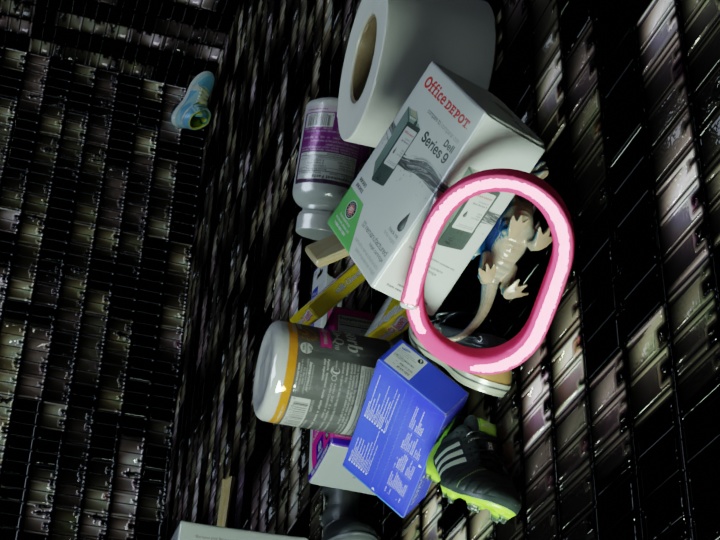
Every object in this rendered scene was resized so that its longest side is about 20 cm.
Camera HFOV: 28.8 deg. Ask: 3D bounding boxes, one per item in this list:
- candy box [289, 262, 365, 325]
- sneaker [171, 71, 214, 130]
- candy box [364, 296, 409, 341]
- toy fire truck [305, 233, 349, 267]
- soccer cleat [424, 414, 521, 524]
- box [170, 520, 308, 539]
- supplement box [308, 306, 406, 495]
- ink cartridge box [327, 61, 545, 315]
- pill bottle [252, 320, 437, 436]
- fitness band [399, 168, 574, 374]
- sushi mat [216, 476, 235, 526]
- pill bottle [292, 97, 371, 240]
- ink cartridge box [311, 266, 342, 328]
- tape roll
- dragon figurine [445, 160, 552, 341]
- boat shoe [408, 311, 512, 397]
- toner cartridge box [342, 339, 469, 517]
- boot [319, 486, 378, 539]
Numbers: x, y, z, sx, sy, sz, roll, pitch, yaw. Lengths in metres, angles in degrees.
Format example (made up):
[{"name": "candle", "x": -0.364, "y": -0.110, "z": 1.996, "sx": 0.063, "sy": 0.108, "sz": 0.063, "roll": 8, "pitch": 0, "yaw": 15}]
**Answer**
[{"name": "candy box", "x": 0.000, "y": 0.000, "z": 1.753, "sx": 0.200, "sy": 0.026, "sz": 0.102, "roll": -41, "pitch": -1, "yaw": -20}, {"name": "sneaker", "x": -0.480, "y": -0.508, "z": 4.252, "sx": 0.130, "sy": 0.079, "sz": 0.201, "roll": 24, "pitch": 82, "yaw": 48}, {"name": "candy box", "x": 0.061, "y": 0.029, "z": 1.637, "sx": 0.103, "sy": 0.026, "sz": 0.200, "roll": -57, "pitch": 5, "yaw": -21}, {"name": "toy fire truck", "x": 0.045, "y": -0.061, "z": 1.549, "sx": 0.201, "sy": 0.128, "sz": 0.176, "roll": -59, "pitch": 20, "yaw": 15}, {"name": "soccer cleat", "x": 0.110, "y": 0.185, "z": 1.347, "sx": 0.082, "sy": 0.067, "sz": 0.200, "roll": -66, "pitch": 14, "yaw": 0}, {"name": "box", "x": -0.195, "y": 0.488, "z": 2.054, "sx": 0.200, "sy": 0.197, "sz": 0.173, "roll": 120, "pitch": 156, "yaw": -57}, {"name": "supplement box", "x": -0.002, "y": 0.160, "z": 1.734, "sx": 0.102, "sy": 0.102, "sz": 0.202, "roll": 117, "pitch": 161, "yaw": -50}, {"name": "ink cartridge box", "x": 0.070, "y": -0.083, "z": 1.369, "sx": 0.201, "sy": 0.084, "sz": 0.146, "roll": -57, "pitch": 32, "yaw": 14}, {"name": "pill bottle", "x": -0.017, "y": 0.130, "z": 1.608, "sx": 0.116, "sy": 0.198, "sz": 0.118, "roll": -169, "pitch": 90, "yaw": -76}, {"name": "fitness band", "x": 0.117, "y": 0.002, "z": 1.286, "sx": 0.037, "sy": 0.142, "sz": 0.202, "roll": -64, "pitch": -8, "yaw": -67}, {"name": "sushi mat", "x": -0.272, "y": 0.505, "z": 2.738, "sx": 0.096, "sy": 0.012, "sz": 0.202, "roll": 151, "pitch": 127, "yaw": -70}, {"name": "pill bottle", "x": -0.043, "y": -0.149, "z": 2.111, "sx": 0.112, "sy": 0.111, "sz": 0.202, "roll": 154, "pitch": 125, "yaw": -73}, {"name": "ink cartridge box", "x": -0.057, "y": 0.085, "z": 2.150, "sx": 0.095, "sy": 0.037, "sz": 0.202, "roll": 133, "pitch": 142, "yaw": -67}, {"name": "tape roll", "x": 0.065, "y": -0.241, "z": 1.688, "sx": 0.203, "sy": 0.138, "sz": 0.205, "roll": -170, "pitch": 90, "yaw": -77}, {"name": "dragon figurine", "x": 0.136, "y": -0.022, "z": 1.377, "sx": 0.100, "sy": 0.058, "sz": 0.202, "roll": -115, "pitch": 47, "yaw": -67}, {"name": "boat shoe", "x": 0.106, "y": 0.072, "z": 1.433, "sx": 0.200, "sy": 0.074, "sz": 0.063, "roll": -145, "pitch": 72, "yaw": -70}, {"name": "toner cartridge box", "x": 0.045, "y": 0.172, "z": 1.500, "sx": 0.043, "sy": 0.095, "sz": 0.201, "roll": -36, "pitch": -24, "yaw": -36}, {"name": "boot", "x": -0.012, "y": 0.276, "z": 1.782, "sx": 0.165, "sy": 0.065, "sz": 0.202, "roll": 127, "pitch": 155, "yaw": -57}]
